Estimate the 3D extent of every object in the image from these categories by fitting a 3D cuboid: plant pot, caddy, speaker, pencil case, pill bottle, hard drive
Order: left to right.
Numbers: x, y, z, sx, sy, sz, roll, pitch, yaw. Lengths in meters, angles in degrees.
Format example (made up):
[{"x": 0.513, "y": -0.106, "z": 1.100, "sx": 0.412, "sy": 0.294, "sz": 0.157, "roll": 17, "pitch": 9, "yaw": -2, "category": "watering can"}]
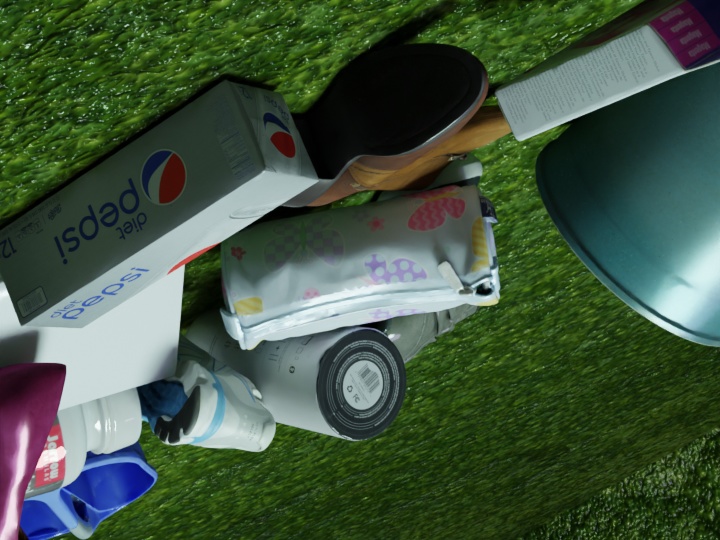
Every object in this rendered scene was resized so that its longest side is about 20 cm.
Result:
[{"x": -0.260, "y": 0.111, "z": 1.544, "sx": 0.199, "sy": 0.111, "sz": 0.111, "roll": -17, "pitch": 163, "yaw": -25, "category": "pill bottle"}, {"x": -0.213, "y": 0.043, "z": 1.454, "sx": 0.199, "sy": 0.025, "sz": 0.133, "roll": -16, "pitch": 136, "yaw": -26, "category": "hard drive"}, {"x": -0.241, "y": 0.166, "z": 1.761, "sx": 0.140, "sy": 0.106, "sz": 0.200, "roll": -25, "pitch": 165, "yaw": 0, "category": "caddy"}, {"x": -0.054, "y": 0.073, "z": 1.630, "sx": 0.081, "sy": 0.082, "sz": 0.199, "roll": -14, "pitch": -169, "yaw": -33, "category": "speaker"}, {"x": 0.000, "y": 0.000, "z": 1.536, "sx": 0.198, "sy": 0.091, "sz": 0.083, "roll": -9, "pitch": 144, "yaw": 2, "category": "pencil case"}, {"x": 0.257, "y": -0.084, "z": 1.555, "sx": 0.199, "sy": 0.201, "sz": 0.188, "roll": -4, "pitch": 141, "yaw": -51, "category": "plant pot"}]

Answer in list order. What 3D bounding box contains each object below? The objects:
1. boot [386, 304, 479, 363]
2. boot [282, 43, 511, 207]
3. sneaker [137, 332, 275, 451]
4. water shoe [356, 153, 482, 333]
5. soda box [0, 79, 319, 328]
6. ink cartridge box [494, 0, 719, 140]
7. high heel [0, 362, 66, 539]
[{"x": 0.046, "y": 0.057, "z": 1.926, "sx": 0.130, "sy": 0.068, "sz": 0.200, "roll": -26, "pitch": 167, "yaw": -15, "category": "boot"}, {"x": 0.051, "y": -0.089, "z": 1.426, "sx": 0.188, "sy": 0.069, "sz": 0.199, "roll": -35, "pitch": 162, "yaw": 33, "category": "boot"}, {"x": -0.117, "y": 0.094, "z": 1.599, "sx": 0.086, "sy": 0.076, "sz": 0.200, "roll": 20, "pitch": -173, "yaw": -24, "category": "sneaker"}, {"x": 0.041, "y": -0.016, "z": 1.633, "sx": 0.071, "sy": 0.079, "sz": 0.200, "roll": -13, "pitch": 161, "yaw": -34, "category": "water shoe"}, {"x": -0.127, "y": -0.037, "z": 1.338, "sx": 0.199, "sy": 0.064, "sz": 0.068, "roll": -31, "pitch": 164, "yaw": 23, "category": "soda box"}, {"x": 0.208, "y": -0.155, "z": 1.321, "sx": 0.196, "sy": 0.044, "sz": 0.199, "roll": -32, "pitch": -174, "yaw": -37, "category": "ink cartridge box"}, {"x": -0.220, "y": 0.151, "z": 1.468, "sx": 0.095, "sy": 0.068, "sz": 0.201, "roll": -18, "pitch": 132, "yaw": -9, "category": "high heel"}]
